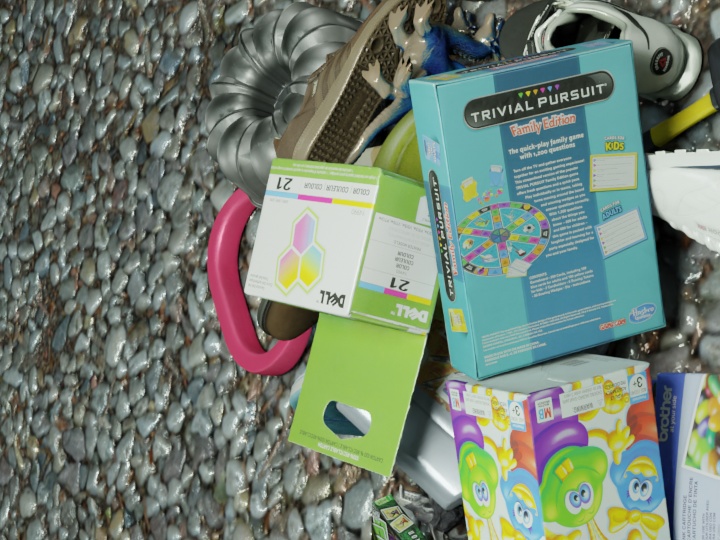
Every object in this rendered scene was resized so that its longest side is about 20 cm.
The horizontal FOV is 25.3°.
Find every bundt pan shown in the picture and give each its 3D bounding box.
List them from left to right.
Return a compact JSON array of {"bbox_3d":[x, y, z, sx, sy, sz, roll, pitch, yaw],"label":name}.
[{"bbox_3d":[-0.069,-0.157,1.479,0.200,0.075,0.204,-20,60,37],"label":"bundt pan"}]

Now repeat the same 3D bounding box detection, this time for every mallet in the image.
[{"bbox_3d":[0.220,-0.110,1.171,0.199,0.041,0.067,-24,64,50],"label":"mallet"}]

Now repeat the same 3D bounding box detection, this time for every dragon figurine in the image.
[{"bbox_3d":[0.057,-0.148,1.299,0.058,0.099,0.202,-9,52,45],"label":"dragon figurine"}]

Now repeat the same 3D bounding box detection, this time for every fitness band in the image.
[{"bbox_3d":[-0.090,0.003,1.533,0.144,0.037,0.202,-49,46,37],"label":"fitness band"}]

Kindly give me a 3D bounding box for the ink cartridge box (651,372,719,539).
[{"bbox_3d":[0.254,0.130,1.065,0.199,0.042,0.121,-2,81,53],"label":"ink cartridge box"}]

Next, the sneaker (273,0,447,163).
[{"bbox_3d":[-0.009,-0.169,1.363,0.201,0.070,0.075,-54,42,-2],"label":"sneaker"}]

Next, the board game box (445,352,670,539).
[{"bbox_3d":[0.138,0.167,1.089,0.105,0.102,0.203,4,104,62],"label":"board game box"}]

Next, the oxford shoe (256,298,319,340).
[{"bbox_3d":[0.000,0.000,1.248,0.199,0.072,0.085,-39,59,20],"label":"oxford shoe"}]

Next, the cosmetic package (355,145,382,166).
[{"bbox_3d":[0.060,-0.053,1.326,0.199,0.070,0.107,-10,73,50],"label":"cosmetic package"}]

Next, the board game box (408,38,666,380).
[{"bbox_3d":[0.122,-0.044,1.096,0.047,0.149,0.203,-157,56,-67],"label":"board game box"}]

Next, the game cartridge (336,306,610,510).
[{"bbox_3d":[0.094,0.069,1.183,0.133,0.042,0.200,40,84,20],"label":"game cartridge"}]

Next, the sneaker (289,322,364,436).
[{"bbox_3d":[-0.011,0.059,1.321,0.200,0.078,0.132,89,-172,-75],"label":"sneaker"}]

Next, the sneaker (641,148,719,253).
[{"bbox_3d":[0.251,-0.042,1.088,0.199,0.076,0.082,4,95,54],"label":"sneaker"}]

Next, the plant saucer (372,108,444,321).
[{"bbox_3d":[0.096,-0.058,1.184,0.197,0.031,0.203,-5,70,13],"label":"plant saucer"}]

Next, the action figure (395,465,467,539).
[{"bbox_3d":[0.062,0.125,1.250,0.101,0.119,0.203,10,82,14],"label":"action figure"}]

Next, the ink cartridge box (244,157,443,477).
[{"bbox_3d":[-0.019,0.030,1.144,0.147,0.075,0.203,10,85,56],"label":"ink cartridge box"}]

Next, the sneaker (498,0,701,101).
[{"bbox_3d":[0.159,-0.179,1.221,0.199,0.088,0.075,18,97,53],"label":"sneaker"}]

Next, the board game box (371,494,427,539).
[{"bbox_3d":[0.066,0.275,1.236,0.200,0.023,0.106,46,148,43],"label":"board game box"}]
